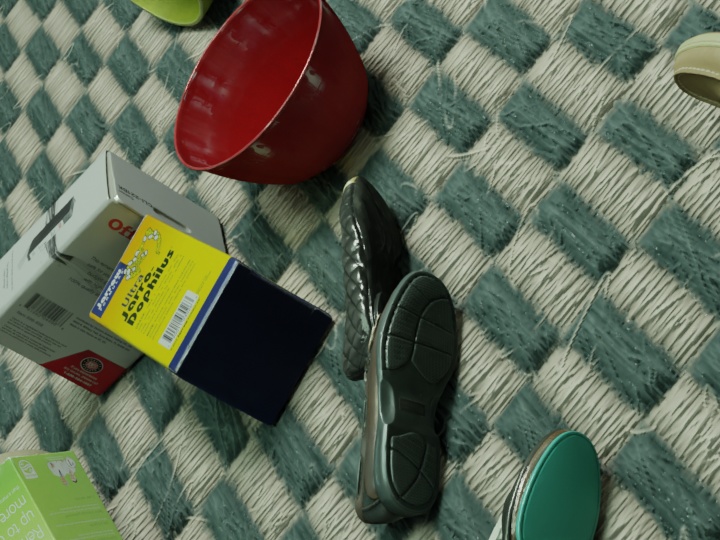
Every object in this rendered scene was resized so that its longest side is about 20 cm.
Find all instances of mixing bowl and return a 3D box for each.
[{"bbox_3d":[-0.066,-0.153,1.733,0.200,0.108,0.200,-35,38,32],"label":"mixing bowl"}]

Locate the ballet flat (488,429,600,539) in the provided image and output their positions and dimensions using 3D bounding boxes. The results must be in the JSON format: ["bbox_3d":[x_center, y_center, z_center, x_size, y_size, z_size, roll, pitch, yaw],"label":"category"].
[{"bbox_3d":[0.108,0.198,1.234,0.068,0.068,0.200,-32,39,49],"label":"ballet flat"}]

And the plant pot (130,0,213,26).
[{"bbox_3d":[-0.185,-0.401,2.075,0.200,0.187,0.187,-52,29,-19],"label":"plant pot"}]

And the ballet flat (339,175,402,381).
[{"bbox_3d":[0.000,0.000,1.549,0.057,0.066,0.200,-33,40,28],"label":"ballet flat"}]

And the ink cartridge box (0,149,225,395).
[{"bbox_3d":[-0.243,0.004,1.809,0.200,0.144,0.084,-42,35,23],"label":"ink cartridge box"}]

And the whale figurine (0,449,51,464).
[{"bbox_3d":[-0.331,0.253,1.729,0.200,0.159,0.104,-41,61,8],"label":"whale figurine"}]

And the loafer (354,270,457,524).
[{"bbox_3d":[0.025,0.095,1.437,0.063,0.072,0.200,-30,43,46],"label":"loafer"}]

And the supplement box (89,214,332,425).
[{"bbox_3d":[-0.133,0.039,1.660,0.110,0.109,0.200,-61,32,-3],"label":"supplement box"}]

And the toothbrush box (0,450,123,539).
[{"bbox_3d":[-0.260,0.271,1.574,0.146,0.086,0.200,-41,71,24],"label":"toothbrush box"}]

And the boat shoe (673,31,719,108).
[{"bbox_3d":[0.272,-0.108,1.267,0.200,0.072,0.065,25,83,53],"label":"boat shoe"}]
